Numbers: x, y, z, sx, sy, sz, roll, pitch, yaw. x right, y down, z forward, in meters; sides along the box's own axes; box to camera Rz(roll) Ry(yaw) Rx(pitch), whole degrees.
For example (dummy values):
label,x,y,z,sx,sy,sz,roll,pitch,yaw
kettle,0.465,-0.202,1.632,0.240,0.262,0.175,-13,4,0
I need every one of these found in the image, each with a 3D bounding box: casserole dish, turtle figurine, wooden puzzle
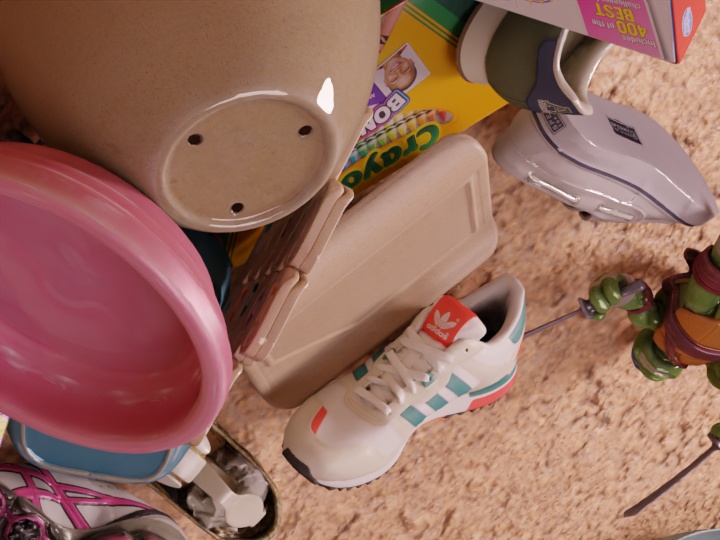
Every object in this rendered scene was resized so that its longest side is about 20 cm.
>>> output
label,x,y,z,sx,sy,sz,roll,pitch,yaw
casserole dish,-0.142,0.050,1.553,0.121,0.039,0.200,10,125,-6
turtle figurine,0.217,0.054,1.780,0.200,0.144,0.194,-17,163,-36
wooden puzzle,0.000,0.000,1.633,0.185,0.037,0.200,-38,164,-4

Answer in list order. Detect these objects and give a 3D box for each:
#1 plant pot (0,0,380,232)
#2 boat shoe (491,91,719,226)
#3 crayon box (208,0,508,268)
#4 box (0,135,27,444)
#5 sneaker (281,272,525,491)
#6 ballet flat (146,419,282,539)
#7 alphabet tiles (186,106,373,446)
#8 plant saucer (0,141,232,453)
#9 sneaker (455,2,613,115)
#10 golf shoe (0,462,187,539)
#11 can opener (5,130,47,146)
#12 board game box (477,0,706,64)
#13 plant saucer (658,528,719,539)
label,x,y,z,sx,sy,sz,roll,pitch,yaw
plant pot,-0.074,-0.097,1.337,0.200,0.135,0.200,-12,139,-11
boat shoe,0.154,-0.060,1.714,0.066,0.072,0.200,-37,152,23
crayon box,-0.017,-0.103,1.541,0.200,0.058,0.119,-32,140,-12
box,-0.237,0.019,1.419,0.137,0.039,0.200,14,104,-20
sneaker,0.030,0.060,1.701,0.200,0.070,0.093,-27,146,-38
ballet flat,-0.106,0.115,1.664,0.071,0.071,0.200,-42,141,1
alphabet tiles,-0.047,0.006,1.434,0.015,0.200,0.196,28,82,-8
plant saucer,-0.149,0.007,1.339,0.201,0.200,0.051,78,32,-47
sneaker,0.140,-0.173,1.509,0.200,0.090,0.067,-59,146,3
golf shoe,-0.196,0.151,1.619,0.200,0.092,0.073,23,111,-23
can opener,-0.191,-0.061,1.457,0.200,0.053,0.066,-45,106,2
board game box,0.095,-0.198,1.384,0.040,0.153,0.200,-60,158,-24
plant saucer,0.221,0.264,2.089,0.201,0.039,0.201,-21,137,-22
